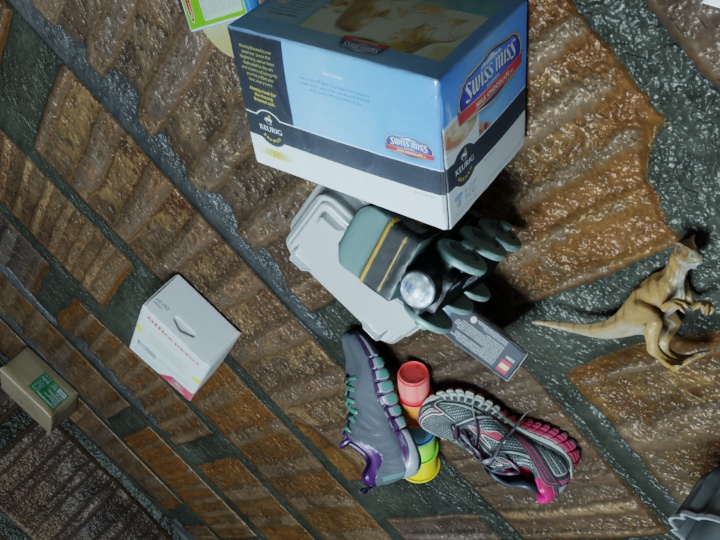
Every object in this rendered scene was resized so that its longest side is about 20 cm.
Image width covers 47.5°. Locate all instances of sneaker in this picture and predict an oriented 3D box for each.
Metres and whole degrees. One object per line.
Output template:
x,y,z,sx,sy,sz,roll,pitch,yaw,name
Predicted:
0.002,0.173,1.029,0.075,0.087,0.202,113,136,-66,sneaker
0.152,0.201,0.961,0.198,0.075,0.081,16,139,32,sneaker

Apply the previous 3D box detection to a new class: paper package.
-0.890,0.331,2.264,0.200,0.104,0.191,43,149,2,paper package

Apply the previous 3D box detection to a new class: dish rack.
0.000,0.000,0.933,0.200,0.044,0.172,43,148,-2,dish rack

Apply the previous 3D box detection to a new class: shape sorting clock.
-0.128,-0.285,0.706,0.200,0.039,0.202,38,142,37,shape sorting clock

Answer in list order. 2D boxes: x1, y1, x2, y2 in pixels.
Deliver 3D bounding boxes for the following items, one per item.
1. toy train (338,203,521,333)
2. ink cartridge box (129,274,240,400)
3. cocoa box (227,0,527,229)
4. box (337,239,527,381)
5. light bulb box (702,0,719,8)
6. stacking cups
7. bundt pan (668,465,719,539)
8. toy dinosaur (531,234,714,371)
0.064,-0.019,0.714,0.114,0.200,0.086,36,115,15,toy train
-0.293,0.115,1.357,0.145,0.083,0.200,42,149,0,ink cartridge box
0.017,-0.146,0.652,0.199,0.133,0.132,22,140,30,cocoa box
0.067,0.027,0.813,0.199,0.035,0.110,36,-175,-8,box
0.275,-0.190,0.321,0.197,0.125,0.201,28,146,21,light bulb box
0.070,0.200,1.073,0.060,0.061,0.201,23,143,29,stacking cups
0.385,0.241,0.727,0.201,0.076,0.202,31,161,12,bundt pan
0.246,0.039,0.708,0.107,0.060,0.200,61,147,17,toy dinosaur
